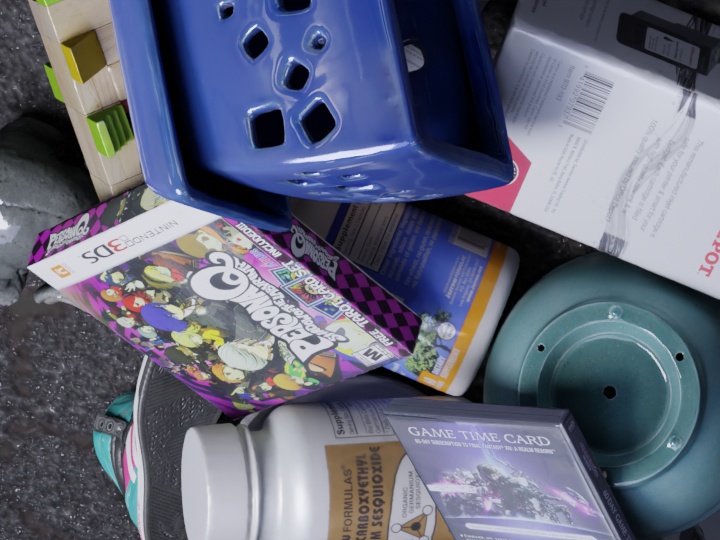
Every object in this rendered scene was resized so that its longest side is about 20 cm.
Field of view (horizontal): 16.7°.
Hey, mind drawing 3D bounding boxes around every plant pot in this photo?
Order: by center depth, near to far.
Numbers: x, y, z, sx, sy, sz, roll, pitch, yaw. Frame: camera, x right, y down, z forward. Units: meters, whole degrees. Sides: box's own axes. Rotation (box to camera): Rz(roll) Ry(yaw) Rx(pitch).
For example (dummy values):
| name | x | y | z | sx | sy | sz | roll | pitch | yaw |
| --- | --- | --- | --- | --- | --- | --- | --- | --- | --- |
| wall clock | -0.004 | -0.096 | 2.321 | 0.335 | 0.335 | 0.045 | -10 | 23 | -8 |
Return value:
| name | x | y | z | sx | sy | sz | roll | pitch | yaw |
| --- | --- | --- | --- | --- | --- | --- | --- | --- | --- |
| plant pot | -0.035 | -0.130 | 1.446 | 0.179 | 0.200 | 0.201 | -16 | 80 | 18 |
| plant pot | 0.170 | 0.082 | 1.627 | 0.199 | 0.134 | 0.201 | -1 | 87 | 12 |

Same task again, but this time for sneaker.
| name | x | y | z | sx | sy | sz | roll | pitch | yaw |
| --- | --- | --- | --- | --- | --- | --- | --- | --- | --- |
| sneaker | -0.149 | 0.105 | 1.851 | 0.083 | 0.121 | 0.201 | -3 | 114 | -24 |

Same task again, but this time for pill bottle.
| name | x | y | z | sx | sy | sz | roll | pitch | yaw |
| --- | --- | --- | --- | --- | --- | --- | --- | --- | --- |
| pill bottle | -0.018 | 0.147 | 1.694 | 0.199 | 0.115 | 0.115 | -2 | 134 | -16 |
| pill bottle | 0.000 | 0.000 | 1.700 | 0.199 | 0.112 | 0.112 | 22 | 133 | 0 |

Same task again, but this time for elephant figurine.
| name | x | y | z | sx | sy | sz | roll | pitch | yaw |
| --- | --- | --- | --- | --- | --- | --- | --- | --- | --- |
| elephant figurine | -0.178 | -0.026 | 1.729 | 0.199 | 0.155 | 0.142 | 18 | 127 | 11 |

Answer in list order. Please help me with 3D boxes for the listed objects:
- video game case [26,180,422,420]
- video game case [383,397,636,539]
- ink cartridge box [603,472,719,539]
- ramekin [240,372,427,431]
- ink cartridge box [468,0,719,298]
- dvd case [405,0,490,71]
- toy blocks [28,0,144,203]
| name | x | y | z | sx | sy | sz | roll | pitch | yaw |
| --- | --- | --- | --- | --- | --- | --- | --- | --- | --- |
| video game case | -0.090 | 0.015 | 1.625 | 0.181 | 0.036 | 0.200 | -21 | 131 | 41 |
| video game case | 0.113 | 0.163 | 1.607 | 0.142 | 0.019 | 0.200 | 2 | 131 | 40 |
| ink cartridge box | 0.177 | 0.223 | 1.769 | 0.145 | 0.200 | 0.084 | -19 | 117 | 31 |
| ramekin | -0.016 | 0.169 | 1.807 | 0.201 | 0.094 | 0.204 | -2 | 98 | -16 |
| ink cartridge box | 0.175 | -0.090 | 1.570 | 0.199 | 0.084 | 0.146 | 22 | 132 | 0 |
| dvd case | 0.028 | -0.223 | 1.561 | 0.150 | 0.025 | 0.200 | 30 | 133 | -7 |
| toy blocks | -0.128 | -0.132 | 1.632 | 0.136 | 0.100 | 0.201 | -23 | 110 | -16 |
